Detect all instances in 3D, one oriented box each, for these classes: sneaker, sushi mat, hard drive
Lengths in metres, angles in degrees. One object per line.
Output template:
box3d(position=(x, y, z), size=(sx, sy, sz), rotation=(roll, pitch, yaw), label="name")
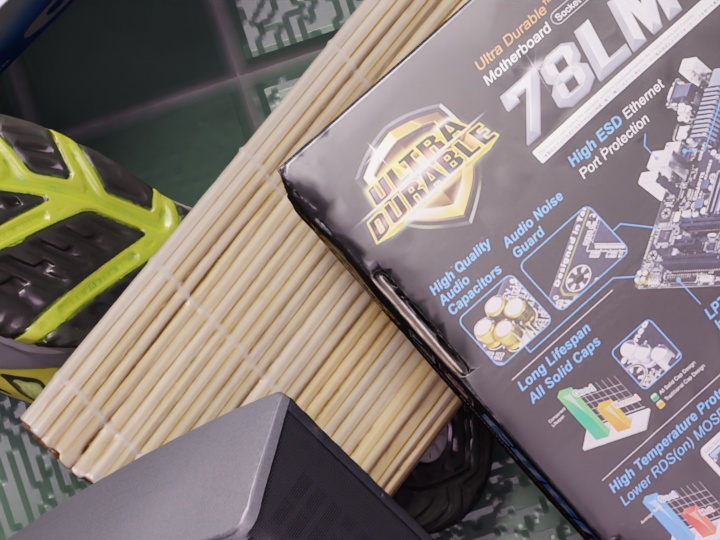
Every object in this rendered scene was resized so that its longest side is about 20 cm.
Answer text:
box3d(position=(-0.052, 0.016, 0.765), size=(0.200, 0.076, 0.076), rotation=(29, 68, -17), label="sneaker")
box3d(position=(0.000, 0.000, 0.743), size=(0.096, 0.012, 0.200), rotation=(44, 66, -13), label="sushi mat")
box3d(position=(-0.045, 0.121, 0.704), size=(0.135, 0.042, 0.200), rotation=(46, 132, -12), label="hard drive")

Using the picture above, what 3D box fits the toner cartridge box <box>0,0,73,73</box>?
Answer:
box3d(position=(-0.090, -0.101, 0.750), size=(0.043, 0.095, 0.200), rotation=(45, 90, 0), label="toner cartridge box")

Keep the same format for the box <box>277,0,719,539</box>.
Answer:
box3d(position=(0.116, -0.014, 0.687), size=(0.200, 0.050, 0.199), rotation=(-42, 79, -4), label="box")
